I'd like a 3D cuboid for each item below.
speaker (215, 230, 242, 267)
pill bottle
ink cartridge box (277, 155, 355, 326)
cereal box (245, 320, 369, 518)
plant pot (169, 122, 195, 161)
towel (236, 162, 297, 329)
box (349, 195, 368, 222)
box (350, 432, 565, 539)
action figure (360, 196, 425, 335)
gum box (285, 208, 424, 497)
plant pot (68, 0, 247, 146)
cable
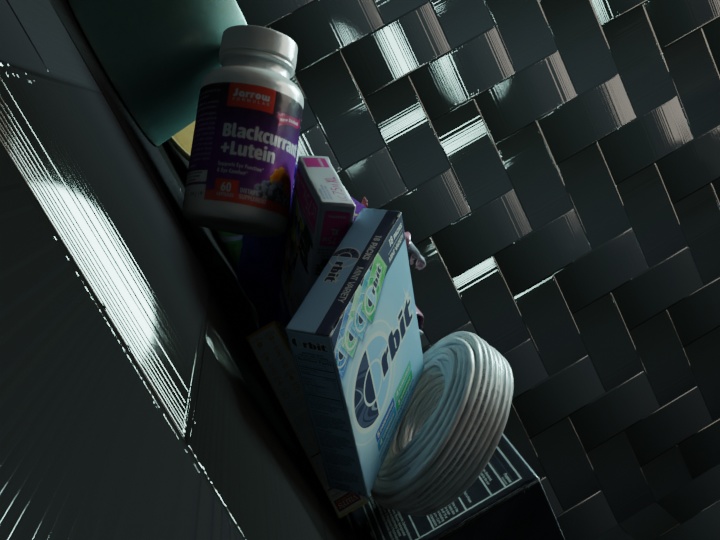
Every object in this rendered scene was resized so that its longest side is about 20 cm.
[{"bbox_3d":[-0.139,-0.021,1.095,0.089,0.088,0.201,57,-5,45],"label":"speaker"},{"bbox_3d":[-0.119,-0.144,0.793,0.111,0.110,0.203,98,-2,-84],"label":"pill bottle"},{"bbox_3d":[-0.051,-0.001,0.770,0.120,0.041,0.202,-117,-148,-58],"label":"ink cartridge box"},{"bbox_3d":[-0.051,0.152,0.805,0.202,0.039,0.144,61,-2,5],"label":"cereal box"},{"bbox_3d":[-0.189,-0.192,1.058,0.028,0.198,0.201,-50,-120,39],"label":"plant pot"},{"bbox_3d":[-0.100,-0.032,0.914,0.148,0.049,0.202,57,-39,44],"label":"towel"},{"bbox_3d":[-0.032,-0.014,0.841,0.200,0.039,0.139,-136,-128,-66],"label":"box"},{"bbox_3d":[0.099,0.276,0.864,0.124,0.197,0.200,62,-3,-21],"label":"box"},{"bbox_3d":[0.000,0.000,0.899,0.149,0.133,0.202,28,45,-65],"label":"action figure"},{"bbox_3d":[0.004,0.075,0.696,0.171,0.044,0.202,-59,148,-44],"label":"gum box"},{"bbox_3d":[-0.216,-0.271,0.871,0.202,0.160,0.201,62,-3,6],"label":"plant pot"},{"bbox_3d":[0.078,0.161,0.789,0.069,0.200,0.201,34,35,-11],"label":"cable"}]
